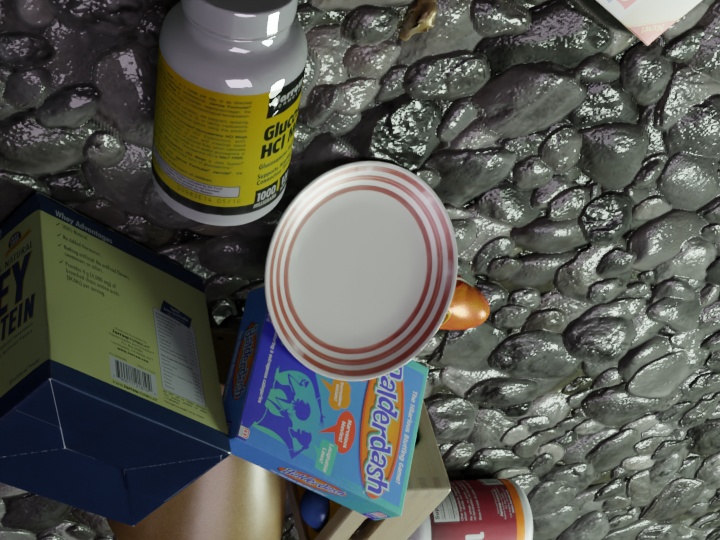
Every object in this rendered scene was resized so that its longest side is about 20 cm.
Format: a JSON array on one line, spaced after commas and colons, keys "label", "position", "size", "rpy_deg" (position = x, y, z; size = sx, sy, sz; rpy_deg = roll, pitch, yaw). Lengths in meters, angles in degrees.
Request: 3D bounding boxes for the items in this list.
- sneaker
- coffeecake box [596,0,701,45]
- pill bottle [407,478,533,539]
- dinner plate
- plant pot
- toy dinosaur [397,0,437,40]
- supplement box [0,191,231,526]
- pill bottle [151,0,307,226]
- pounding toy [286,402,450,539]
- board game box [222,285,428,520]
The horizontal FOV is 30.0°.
[{"label": "sneaker", "position": [0.042, 0.038, 1.308], "size": [0.198, 0.078, 0.073], "rpy_deg": [9, 134, -29]}, {"label": "coffeecake box", "position": [0.242, -0.289, 1.010], "size": [0.200, 0.073, 0.153], "rpy_deg": [-39, 136, 25]}, {"label": "pill bottle", "position": [0.096, 0.309, 1.604], "size": [0.198, 0.114, 0.113], "rpy_deg": [1, 137, -19]}, {"label": "dinner plate", "position": [0.000, 0.000, 1.221], "size": [0.198, 0.024, 0.202], "rpy_deg": [-6, 102, -26]}, {"label": "plant pot", "position": [-0.150, 0.164, 1.326], "size": [0.185, 0.187, 0.201], "rpy_deg": [1, 123, -20]}, {"label": "toy dinosaur", "position": [0.050, -0.262, 0.952], "size": [0.058, 0.102, 0.201], "rpy_deg": [-9, 139, -9]}, {"label": "supplement box", "position": [-0.237, 0.080, 1.160], "size": [0.134, 0.201, 0.199], "rpy_deg": [-37, 136, 24]}, {"label": "pill bottle", "position": [-0.100, -0.140, 1.028], "size": [0.111, 0.113, 0.201], "rpy_deg": [-3, 138, -15]}, {"label": "pounding toy", "position": [-0.015, 0.173, 1.379], "size": [0.141, 0.185, 0.200], "rpy_deg": [3, 142, -28]}, {"label": "board game box", "position": [-0.032, 0.124, 1.239], "size": [0.199, 0.153, 0.045], "rpy_deg": [30, 149, -32]}]
